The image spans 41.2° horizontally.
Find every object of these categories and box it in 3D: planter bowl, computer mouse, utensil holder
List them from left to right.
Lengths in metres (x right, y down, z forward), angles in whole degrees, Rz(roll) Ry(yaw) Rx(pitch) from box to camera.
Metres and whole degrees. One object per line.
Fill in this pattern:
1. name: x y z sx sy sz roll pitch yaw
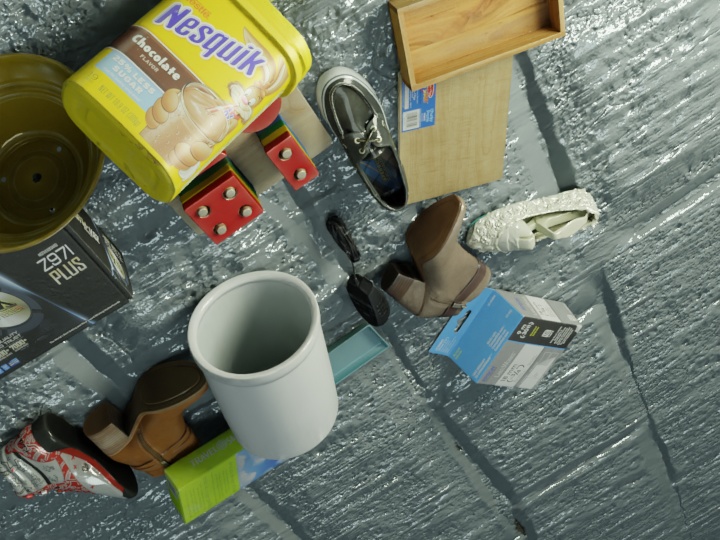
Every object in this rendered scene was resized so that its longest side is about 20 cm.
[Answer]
1. planter bowl: -0.334 -0.104 0.945 0.198 0.202 0.084 -27 166 -2
2. utensil holder: -0.120 0.128 1.259 0.168 0.171 0.201 -21 140 -8
3. computer mouse: 0.000 0.000 1.289 0.034 0.058 0.201 -40 136 -20

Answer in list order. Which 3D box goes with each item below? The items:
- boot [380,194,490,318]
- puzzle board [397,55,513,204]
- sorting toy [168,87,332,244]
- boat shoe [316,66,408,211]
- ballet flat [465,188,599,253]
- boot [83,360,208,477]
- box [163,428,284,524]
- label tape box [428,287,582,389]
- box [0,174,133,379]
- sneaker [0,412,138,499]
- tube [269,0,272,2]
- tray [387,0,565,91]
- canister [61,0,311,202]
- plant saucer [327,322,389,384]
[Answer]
1. boot: 0.125 -0.012 1.324 0.145 0.071 0.200 15 131 -34
2. puzzle board: 0.115 -0.181 1.202 0.149 0.017 0.202 -15 135 -13
3. sorting toy: -0.149 -0.140 1.061 0.199 0.070 0.199 -33 137 5
4. boat shoe: 0.011 -0.152 1.136 0.068 0.057 0.201 -30 132 2
5. ballet flat: 0.247 -0.064 1.344 0.198 0.072 0.072 -19 136 -10
6. boot: -0.262 0.214 1.324 0.199 0.077 0.156 -33 136 7
7. box: -0.188 0.281 1.410 0.199 0.048 0.123 -30 150 -23
8. label tape box: 0.227 0.109 1.494 0.198 0.064 0.145 10 124 -35
9. box: -0.383 0.008 1.064 0.198 0.087 0.164 -30 136 1
10. sneaker: -0.406 0.278 1.319 0.107 0.068 0.202 -35 133 7
11. tube: -0.040 -0.331 0.959 0.199 0.052 0.058 -32 178 -4
12. tray: 0.135 -0.287 1.089 0.198 0.037 0.100 -22 127 -9
13. canister: -0.162 -0.180 0.904 0.200 0.148 0.086 -49 -174 -26
14. plant saucer: -0.053 0.148 1.418 0.199 0.019 0.070 -36 136 6
